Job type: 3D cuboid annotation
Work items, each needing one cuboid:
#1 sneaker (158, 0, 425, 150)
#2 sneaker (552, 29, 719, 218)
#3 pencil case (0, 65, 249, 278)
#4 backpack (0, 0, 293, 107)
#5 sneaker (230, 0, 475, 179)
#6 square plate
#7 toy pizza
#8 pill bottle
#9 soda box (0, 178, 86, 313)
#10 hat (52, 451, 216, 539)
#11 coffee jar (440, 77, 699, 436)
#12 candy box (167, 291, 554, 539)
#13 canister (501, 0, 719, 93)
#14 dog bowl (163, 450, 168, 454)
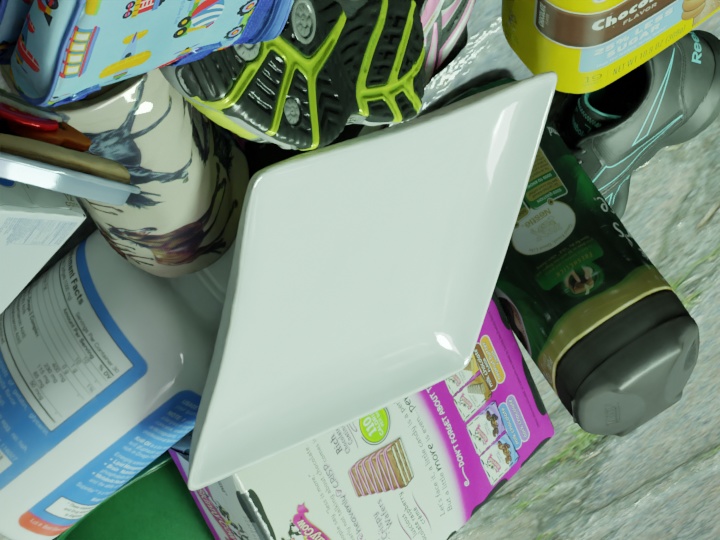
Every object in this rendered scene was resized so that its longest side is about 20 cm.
[{"bbox_3d":[-0.041,-0.087,0.995,0.076,0.076,0.200,-1,179,25],"label":"sneaker"},{"bbox_3d":[0.136,-0.073,1.405,0.079,0.076,0.200,14,121,-47],"label":"sneaker"},{"bbox_3d":[-0.104,-0.072,1.046,0.077,0.090,0.200,-6,158,6],"label":"pencil case"},{"bbox_3d":[-0.055,-0.168,0.847,0.199,0.135,0.183,-20,155,-37],"label":"backpack"},{"bbox_3d":[0.010,-0.101,1.145,0.086,0.081,0.200,-17,156,-46],"label":"sneaker"},{"bbox_3d":[0.000,0.000,1.150,0.197,0.028,0.201,-21,140,-37],"label":"square plate"},{"bbox_3d":[-0.175,-0.064,0.860,0.200,0.199,0.032,13,92,-61],"label":"toy pizza"},{"bbox_3d":[-0.124,0.041,1.194,0.200,0.113,0.112,-38,158,14],"label":"pill bottle"},{"bbox_3d":[-0.219,0.014,1.070,0.200,0.068,0.063,-45,155,24],"label":"soda box"},{"bbox_3d":[-0.060,0.199,1.297,0.199,0.177,0.166,-14,155,-46],"label":"hat"},{"bbox_3d":[0.111,-0.005,1.313,0.085,0.201,0.104,-31,158,-5],"label":"coffee jar"},{"bbox_3d":[0.005,0.093,1.274,0.200,0.061,0.137,-41,120,-30],"label":"candy box"},{"bbox_3d":[0.137,-0.185,1.136,0.148,0.087,0.200,-34,160,-11],"label":"canister"},{"bbox_3d":[-0.077,0.085,1.396,0.199,0.079,0.200,-29,157,-13],"label":"dog bowl"}]
